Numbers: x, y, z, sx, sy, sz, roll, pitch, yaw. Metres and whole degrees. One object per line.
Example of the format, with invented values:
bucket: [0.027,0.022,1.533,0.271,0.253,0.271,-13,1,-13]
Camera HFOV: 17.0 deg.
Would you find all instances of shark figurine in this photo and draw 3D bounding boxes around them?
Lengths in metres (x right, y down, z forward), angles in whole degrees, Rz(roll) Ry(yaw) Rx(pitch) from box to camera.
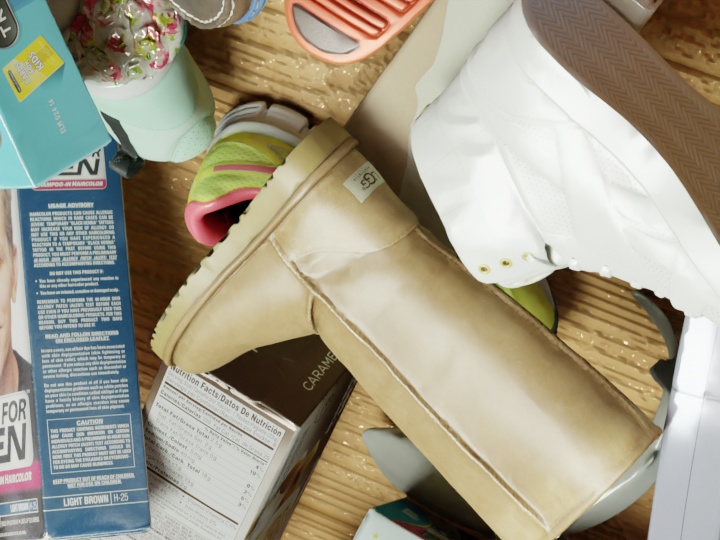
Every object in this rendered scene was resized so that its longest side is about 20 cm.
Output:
shark figurine: [0.101,0.108,1.195,0.214,0.090,0.128,-27,108,41]

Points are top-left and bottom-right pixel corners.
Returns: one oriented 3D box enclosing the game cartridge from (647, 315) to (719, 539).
game cartridge: [0.165,0.070,1.100,0.041,0.133,0.201,11,127,12]

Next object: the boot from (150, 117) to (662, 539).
boot: [0.013,0.053,1.081,0.200,0.066,0.175,45,137,4]

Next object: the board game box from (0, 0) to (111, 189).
board game box: [-0.203,-0.131,1.035,0.151,0.047,0.201,0,119,53]

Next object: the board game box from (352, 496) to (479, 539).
board game box: [0.085,0.192,1.216,0.199,0.148,0.065,28,91,8]

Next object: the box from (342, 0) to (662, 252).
box: [0.062,-0.093,1.071,0.078,0.095,0.200,38,130,0]

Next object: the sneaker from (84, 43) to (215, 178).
sneaker: [-0.150,-0.124,1.178,0.200,0.074,0.118,44,173,28]

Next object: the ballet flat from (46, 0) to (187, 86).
ballet flat: [-0.167,-0.139,1.081,0.199,0.064,0.076,30,106,29]

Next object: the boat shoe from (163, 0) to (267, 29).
boat shoe: [-0.122,-0.172,1.010,0.200,0.072,0.072,48,144,-3]

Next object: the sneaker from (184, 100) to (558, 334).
sneaker: [0.000,0.000,1.171,0.199,0.090,0.078,27,130,8]

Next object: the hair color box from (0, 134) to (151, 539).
hair color box: [-0.158,0.036,1.216,0.100,0.060,0.202,-16,77,60]

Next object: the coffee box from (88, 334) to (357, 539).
coffee box: [-0.070,0.096,1.261,0.079,0.114,0.201,31,130,7]

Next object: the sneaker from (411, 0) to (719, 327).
sneaker: [0.110,-0.016,0.998,0.200,0.074,0.116,47,133,2]

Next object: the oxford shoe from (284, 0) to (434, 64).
oxford shoe: [0.038,-0.172,0.989,0.071,0.073,0.201,35,98,7]
